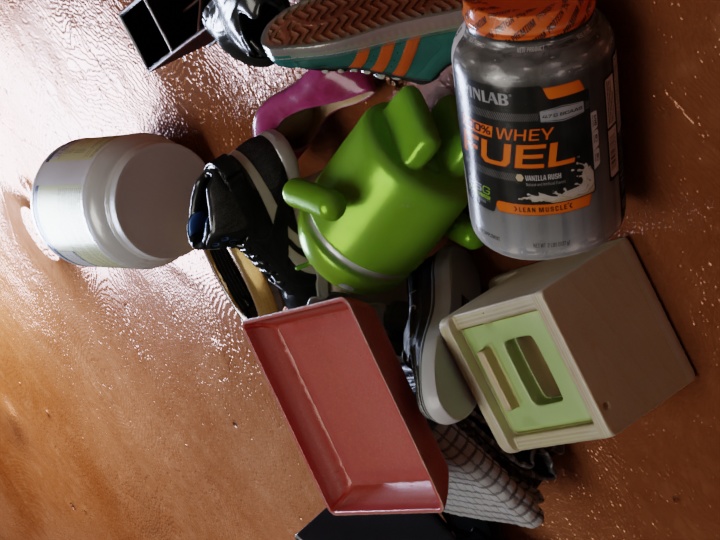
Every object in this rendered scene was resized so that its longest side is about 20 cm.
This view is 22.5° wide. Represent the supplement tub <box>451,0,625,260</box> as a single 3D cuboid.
[{"bbox_3d":[0.133,-0.119,1.352,0.122,0.122,0.201,27,137,44],"label":"supplement tub"}]

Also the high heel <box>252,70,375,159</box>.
[{"bbox_3d":[-0.040,-0.135,1.661,0.096,0.067,0.200,57,139,27],"label":"high heel"}]

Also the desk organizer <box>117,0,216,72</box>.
[{"bbox_3d":[-0.150,-0.256,1.709,0.072,0.077,0.200,62,150,-4],"label":"desk organizer"}]

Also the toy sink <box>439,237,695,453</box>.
[{"bbox_3d":[0.153,0.068,1.497,0.200,0.112,0.131,-17,101,60],"label":"toy sink"}]

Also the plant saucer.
[{"bbox_3d":[-0.008,0.117,1.585,0.200,0.037,0.200,-15,102,58],"label":"plant saucer"}]

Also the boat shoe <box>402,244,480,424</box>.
[{"bbox_3d":[0.066,0.060,1.560,0.056,0.201,0.069,-25,123,27],"label":"boat shoe"}]

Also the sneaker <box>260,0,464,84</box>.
[{"bbox_3d":[0.022,-0.179,1.438,0.199,0.072,0.080,-7,135,16],"label":"sneaker"}]

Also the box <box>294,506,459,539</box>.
[{"bbox_3d":[0.056,0.326,1.814,0.198,0.123,0.200,42,166,27],"label":"box"}]

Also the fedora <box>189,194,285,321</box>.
[{"bbox_3d":[-0.100,-0.012,1.831,0.201,0.082,0.201,56,166,21],"label":"fedora"}]

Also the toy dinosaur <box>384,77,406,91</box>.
[{"bbox_3d":[-0.017,-0.246,1.531,0.200,0.102,0.136,37,163,3],"label":"toy dinosaur"}]

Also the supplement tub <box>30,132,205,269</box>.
[{"bbox_3d":[-0.257,-0.075,1.966,0.200,0.145,0.146,3,118,56],"label":"supplement tub"}]

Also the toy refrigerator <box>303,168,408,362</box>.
[{"bbox_3d":[0.000,0.000,1.719,0.076,0.070,0.201,38,144,45],"label":"toy refrigerator"}]

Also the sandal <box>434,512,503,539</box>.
[{"bbox_3d":[0.073,0.208,1.814,0.201,0.043,0.076,57,150,6],"label":"sandal"}]

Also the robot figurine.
[{"bbox_3d":[0.022,-0.062,1.547,0.200,0.175,0.116,-52,45,35],"label":"robot figurine"}]

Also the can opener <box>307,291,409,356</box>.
[{"bbox_3d":[0.034,0.063,1.644,0.199,0.067,0.054,8,127,22],"label":"can opener"}]

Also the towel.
[{"bbox_3d":[0.074,0.151,1.665,0.165,0.086,0.200,40,159,-25],"label":"towel"}]

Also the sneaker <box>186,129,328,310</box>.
[{"bbox_3d":[-0.103,-0.023,1.683,0.073,0.112,0.201,28,138,54],"label":"sneaker"}]

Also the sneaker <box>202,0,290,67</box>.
[{"bbox_3d":[-0.091,-0.212,1.555,0.091,0.076,0.200,60,178,18],"label":"sneaker"}]
